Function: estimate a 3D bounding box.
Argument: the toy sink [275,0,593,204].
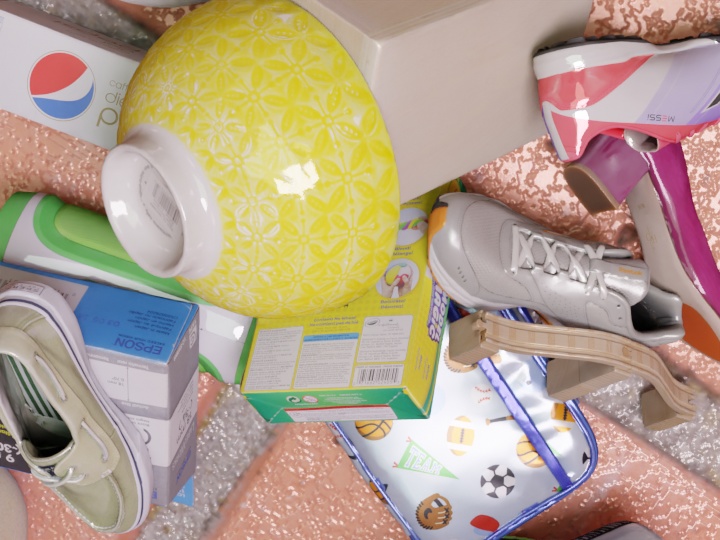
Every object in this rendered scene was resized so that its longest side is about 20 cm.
[{"bbox_3d":[0.034,-0.137,0.905,0.112,0.200,0.131,38,137,29],"label":"toy sink"}]

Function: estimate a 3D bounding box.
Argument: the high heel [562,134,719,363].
[{"bbox_3d":[0.222,-0.028,0.975,0.096,0.067,0.200,-47,113,-21],"label":"high heel"}]

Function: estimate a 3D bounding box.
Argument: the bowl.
[{"bbox_3d":[-0.083,-0.051,0.842,0.200,0.108,0.201,27,131,37],"label":"bowl"}]

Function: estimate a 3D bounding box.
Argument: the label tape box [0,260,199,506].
[{"bbox_3d":[-0.185,0.100,0.977,0.144,0.063,0.200,12,130,7],"label":"label tape box"}]

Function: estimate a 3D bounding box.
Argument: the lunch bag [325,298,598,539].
[{"bbox_3d":[0.062,0.084,0.998,0.160,0.076,0.200,-33,98,8],"label":"lunch bag"}]

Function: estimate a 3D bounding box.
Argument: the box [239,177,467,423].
[{"bbox_3d":[0.000,0.000,0.941,0.117,0.048,0.200,-4,57,24],"label":"box"}]

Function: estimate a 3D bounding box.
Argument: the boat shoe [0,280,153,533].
[{"bbox_3d":[-0.186,0.099,0.892,0.072,0.062,0.200,-5,128,19],"label":"boat shoe"}]

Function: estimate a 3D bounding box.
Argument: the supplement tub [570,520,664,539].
[{"bbox_3d":[0.116,0.251,0.947,0.200,0.122,0.123,-19,100,-20],"label":"supplement tub"}]

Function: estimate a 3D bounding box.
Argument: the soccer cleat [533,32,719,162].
[{"bbox_3d":[0.199,-0.111,0.919,0.199,0.068,0.073,-6,91,-26],"label":"soccer cleat"}]

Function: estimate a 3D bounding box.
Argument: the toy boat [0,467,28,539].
[{"bbox_3d":[-0.340,0.177,1.041,0.200,0.131,0.131,37,132,-2],"label":"toy boat"}]

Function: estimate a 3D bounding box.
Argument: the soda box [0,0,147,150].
[{"bbox_3d":[-0.162,-0.118,0.979,0.200,0.068,0.064,22,103,1],"label":"soda box"}]

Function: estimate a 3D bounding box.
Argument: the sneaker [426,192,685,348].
[{"bbox_3d":[0.130,-0.002,0.925,0.200,0.092,0.076,26,65,-36],"label":"sneaker"}]

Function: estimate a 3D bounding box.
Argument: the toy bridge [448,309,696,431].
[{"bbox_3d":[0.148,0.062,0.941,0.200,0.027,0.067,21,149,-33],"label":"toy bridge"}]

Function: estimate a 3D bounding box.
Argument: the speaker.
[{"bbox_3d":[-0.151,0.012,0.995,0.199,0.088,0.089,19,102,1],"label":"speaker"}]

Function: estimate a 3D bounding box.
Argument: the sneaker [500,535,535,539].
[{"bbox_3d":[0.046,0.246,1.019,0.200,0.084,0.077,-21,98,-1],"label":"sneaker"}]

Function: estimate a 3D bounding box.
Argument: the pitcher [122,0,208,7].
[{"bbox_3d":[-0.075,-0.217,0.938,0.199,0.121,0.172,-14,115,-4],"label":"pitcher"}]
